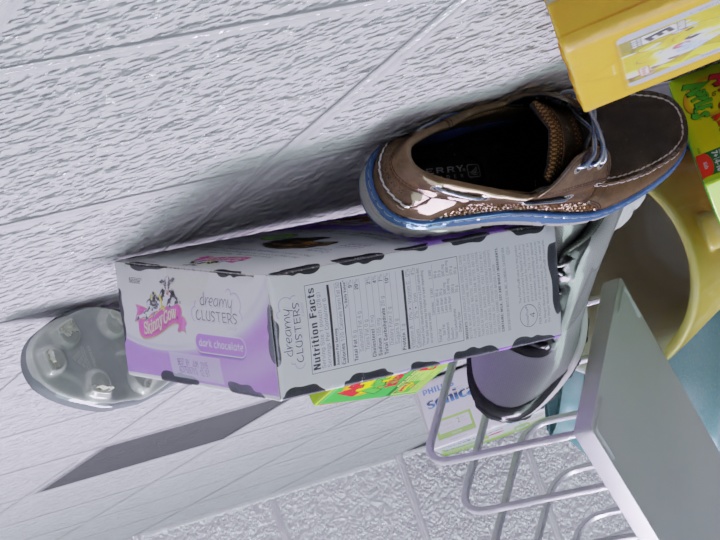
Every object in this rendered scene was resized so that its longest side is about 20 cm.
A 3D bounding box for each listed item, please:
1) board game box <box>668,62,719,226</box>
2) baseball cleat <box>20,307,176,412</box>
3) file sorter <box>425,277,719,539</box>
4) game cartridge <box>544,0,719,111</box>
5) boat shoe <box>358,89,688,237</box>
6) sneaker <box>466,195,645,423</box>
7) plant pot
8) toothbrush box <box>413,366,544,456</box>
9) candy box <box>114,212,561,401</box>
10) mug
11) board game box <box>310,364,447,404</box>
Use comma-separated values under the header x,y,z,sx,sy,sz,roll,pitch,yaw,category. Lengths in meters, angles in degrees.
x,y,z,sx,sy,sz,roll,pitch,yaw,category
0.247,-0.020,1.330,0.047,0.102,0.200,-21,129,10,board game box
-0.154,0.060,1.425,0.199,0.070,0.106,-9,166,-46,baseball cleat
0.148,0.135,1.428,0.124,0.200,0.139,-15,-146,28,file sorter
0.192,-0.138,1.068,0.199,0.033,0.176,-19,172,7,game cartridge
0.102,-0.063,1.205,0.199,0.073,0.072,-16,170,-21,boat shoe
0.109,-0.003,1.310,0.074,0.201,0.079,25,-167,18,sneaker
0.210,0.072,1.657,0.133,0.202,0.200,3,170,-2,plant pot
0.149,0.161,2.668,0.145,0.087,0.200,-20,170,3,toothbrush box
-0.014,0.016,1.262,0.199,0.072,0.167,-11,-170,-34,candy box
0.215,-0.012,1.504,0.186,0.150,0.153,18,-157,32,mug
0.052,0.016,1.461,0.101,0.048,0.200,-3,150,-45,board game box
